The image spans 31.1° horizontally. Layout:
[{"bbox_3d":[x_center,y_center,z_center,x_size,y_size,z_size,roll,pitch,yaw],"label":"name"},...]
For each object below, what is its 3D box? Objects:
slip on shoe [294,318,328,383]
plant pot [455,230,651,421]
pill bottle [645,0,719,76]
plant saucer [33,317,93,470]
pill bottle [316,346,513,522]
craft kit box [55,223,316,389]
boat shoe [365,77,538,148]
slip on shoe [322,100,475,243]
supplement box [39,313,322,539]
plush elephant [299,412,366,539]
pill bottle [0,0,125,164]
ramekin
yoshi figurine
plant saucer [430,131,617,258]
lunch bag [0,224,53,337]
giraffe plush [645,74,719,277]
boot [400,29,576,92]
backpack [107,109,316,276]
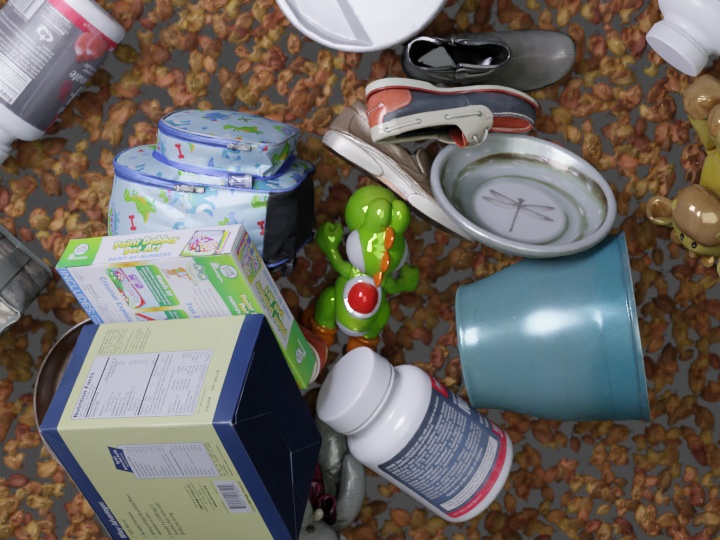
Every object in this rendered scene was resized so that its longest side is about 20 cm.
[{"bbox_3d":[-0.120,0.059,1.385,0.199,0.061,0.074,28,112,19],"label":"slip on shoe"},{"bbox_3d":[0.202,0.071,1.376,0.187,0.200,0.202,-9,99,12],"label":"plant pot"},{"bbox_3d":[0.392,-0.305,1.369,0.111,0.111,0.200,39,94,-9],"label":"pill bottle"},{"bbox_3d":[-0.255,0.141,1.415,0.199,0.034,0.202,-1,99,-6],"label":"plant saucer"},{"bbox_3d":[0.056,0.171,1.382,0.200,0.120,0.120,37,94,-24],"label":"pill bottle"},{"bbox_3d":[-0.169,0.044,1.282,0.196,0.049,0.201,-2,136,25],"label":"craft kit box"},{"bbox_3d":[0.098,-0.159,1.363,0.199,0.071,0.063,2,70,-24],"label":"boat shoe"},{"bbox_3d":[0.054,-0.104,1.391,0.199,0.076,0.061,35,88,-2],"label":"slip on shoe"},{"bbox_3d":[-0.169,0.162,1.270,0.198,0.135,0.201,-4,134,18],"label":"supplement box"},{"bbox_3d":[-0.066,0.263,1.387,0.163,0.155,0.202,-12,99,-3],"label":"plush elephant"},{"bbox_3d":[-0.342,-0.204,1.318,0.111,0.111,0.200,40,93,-9],"label":"pill bottle"},{"bbox_3d":[0.009,-0.323,1.319,0.201,0.094,0.204,2,99,13],"label":"ramekin"},{"bbox_3d":[0.004,-0.008,1.377,0.112,0.112,0.201,41,130,25],"label":"yoshi figurine"},{"bbox_3d":[0.168,-0.069,1.362,0.199,0.201,0.050,6,130,-6],"label":"plant saucer"},{"bbox_3d":[-0.428,-0.011,1.311,0.200,0.164,0.118,43,98,-10],"label":"lunch bag"},{"bbox_3d":[0.393,-0.088,1.398,0.199,0.173,0.162,27,108,-43],"label":"giraffe plush"},{"bbox_3d":[0.140,-0.218,1.348,0.198,0.131,0.068,-3,98,-5],"label":"boot"},{"bbox_3d":[-0.151,-0.087,1.317,0.198,0.183,0.148,4,105,6],"label":"backpack"}]
